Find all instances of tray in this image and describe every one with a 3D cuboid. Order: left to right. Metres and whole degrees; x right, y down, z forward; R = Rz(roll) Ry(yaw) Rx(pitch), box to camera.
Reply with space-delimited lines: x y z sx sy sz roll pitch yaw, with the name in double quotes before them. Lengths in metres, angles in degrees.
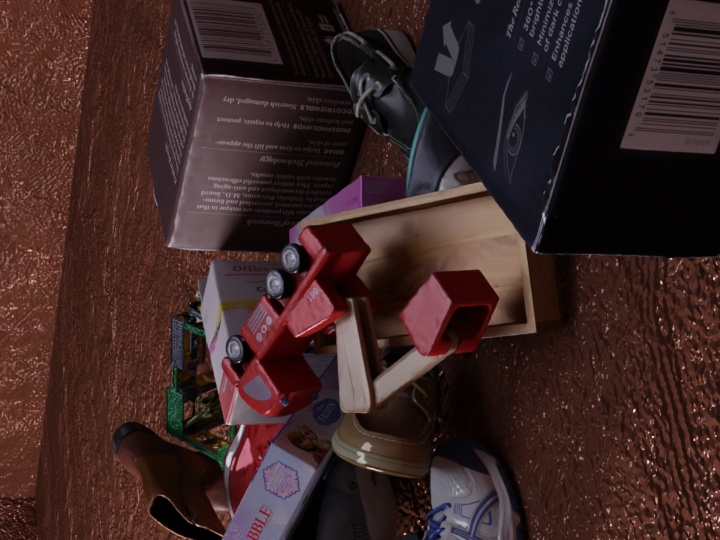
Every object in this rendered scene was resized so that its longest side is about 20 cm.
"tray" 0.043 0.000 0.871 0.199 0.037 0.099 -9 87 44

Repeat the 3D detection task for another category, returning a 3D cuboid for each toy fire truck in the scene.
"toy fire truck" -0.008 0.046 0.865 0.141 0.049 0.200 52 125 28

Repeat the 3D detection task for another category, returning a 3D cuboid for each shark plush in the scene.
"shark plush" -0.034 0.241 1.035 0.200 0.083 0.091 -53 24 12

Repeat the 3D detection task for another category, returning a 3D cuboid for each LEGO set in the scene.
"LEGO set" -0.132 0.118 1.412 0.153 0.116 0.201 10 110 40

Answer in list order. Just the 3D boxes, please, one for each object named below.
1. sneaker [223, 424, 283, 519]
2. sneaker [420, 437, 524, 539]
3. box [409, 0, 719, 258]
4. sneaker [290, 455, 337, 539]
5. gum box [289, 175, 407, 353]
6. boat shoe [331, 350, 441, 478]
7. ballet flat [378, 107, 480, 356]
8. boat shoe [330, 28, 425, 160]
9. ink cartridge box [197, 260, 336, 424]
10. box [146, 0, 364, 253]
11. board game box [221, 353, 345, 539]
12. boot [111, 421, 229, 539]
"sneaker" -0.086 0.185 1.276 0.115 0.078 0.201 -168 80 -71
"sneaker" 0.062 0.205 0.856 0.075 0.088 0.201 119 149 -54
"box" 0.127 -0.141 0.669 0.200 0.117 0.198 -118 36 -52
"sneaker" -0.064 0.244 1.217 0.200 0.070 0.083 119 153 -46
"gum box" 0.000 0.000 1.073 0.200 0.066 0.114 150 121 -66
"boat shoe" 0.023 0.098 0.933 0.200 0.074 0.067 -82 6 -82
"ballet flat" 0.064 -0.027 0.918 0.073 0.073 0.201 -136 57 -64
"boat shoe" 0.022 -0.138 1.031 0.200 0.063 0.071 -118 36 -54
"ink cartridge box" -0.086 0.053 1.230 0.200 0.116 0.068 -111 30 -46
"box" -0.104 -0.144 1.233 0.166 0.163 0.201 -111 30 -45
"board game box" -0.063 0.181 1.032 0.200 0.041 0.200 -63 -5 22
"boot" -0.167 0.243 1.372 0.069 0.188 0.200 -51 28 -4
